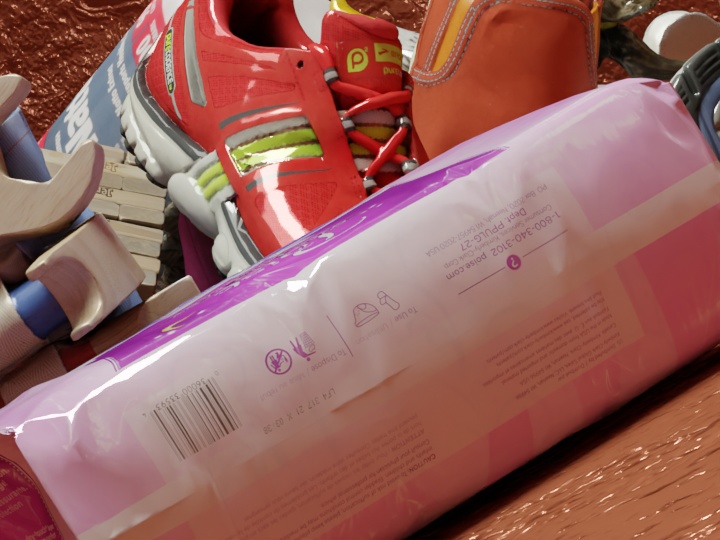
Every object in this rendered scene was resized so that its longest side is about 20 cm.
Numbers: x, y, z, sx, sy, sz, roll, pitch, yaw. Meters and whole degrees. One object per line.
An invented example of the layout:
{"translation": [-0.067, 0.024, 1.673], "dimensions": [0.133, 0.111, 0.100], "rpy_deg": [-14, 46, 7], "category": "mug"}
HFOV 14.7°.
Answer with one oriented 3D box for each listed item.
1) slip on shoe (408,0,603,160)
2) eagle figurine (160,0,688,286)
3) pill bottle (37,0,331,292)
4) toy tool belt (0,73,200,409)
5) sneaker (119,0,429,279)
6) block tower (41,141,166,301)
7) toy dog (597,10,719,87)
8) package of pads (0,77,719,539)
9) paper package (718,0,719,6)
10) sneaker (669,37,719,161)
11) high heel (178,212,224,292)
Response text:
{"translation": [0.053, -0.071, 0.961], "dimensions": [0.074, 0.201, 0.061], "rpy_deg": [8, -22, -4], "category": "slip on shoe"}
{"translation": [0.027, -0.047, 1.075], "dimensions": [0.200, 0.152, 0.151], "rpy_deg": [-43, 41, -20], "category": "eagle figurine"}
{"translation": [-0.085, -0.029, 1.206], "dimensions": [0.200, 0.120, 0.120], "rpy_deg": [-47, -7, 28], "category": "pill bottle"}
{"translation": [-0.100, 0.007, 0.809], "dimensions": [0.122, 0.201, 0.125], "rpy_deg": [-31, 11, 1], "category": "toy tool belt"}
{"translation": [-0.008, -0.034, 0.849], "dimensions": [0.077, 0.200, 0.085], "rpy_deg": [9, -64, -44], "category": "sneaker"}
{"translation": [-0.101, 0.029, 0.985], "dimensions": [0.054, 0.058, 0.200], "rpy_deg": [10, 31, -6], "category": "block tower"}
{"translation": [0.129, -0.085, 1.284], "dimensions": [0.199, 0.097, 0.132], "rpy_deg": [-29, 3, -12], "category": "toy dog"}
{"translation": [-0.005, 0.029, 0.697], "dimensions": [0.199, 0.076, 0.120], "rpy_deg": [-30, 1, -24], "category": "package of pads"}
{"translation": [0.221, -0.134, 0.864], "dimensions": [0.190, 0.104, 0.200], "rpy_deg": [-14, 9, 27], "category": "paper package"}
{"translation": [0.157, -0.071, 1.012], "dimensions": [0.199, 0.075, 0.087], "rpy_deg": [-29, -2, -33], "category": "sneaker"}
{"translation": [0.000, 0.000, 0.982], "dimensions": [0.067, 0.097, 0.200], "rpy_deg": [-28, 2, 18], "category": "high heel"}
